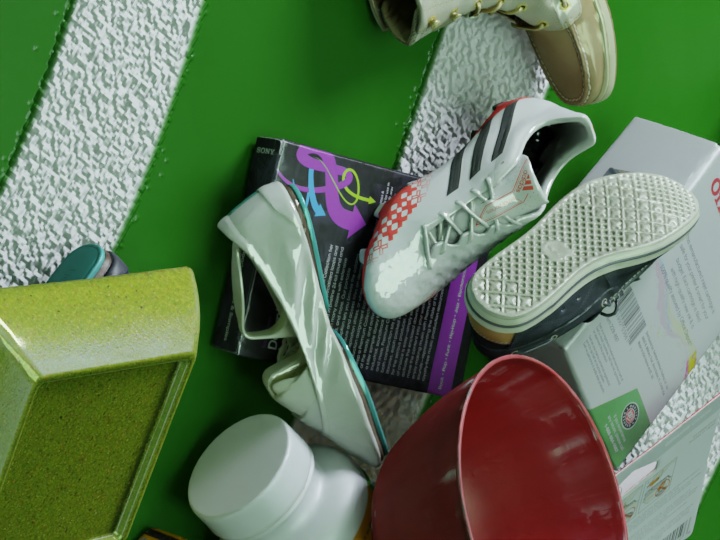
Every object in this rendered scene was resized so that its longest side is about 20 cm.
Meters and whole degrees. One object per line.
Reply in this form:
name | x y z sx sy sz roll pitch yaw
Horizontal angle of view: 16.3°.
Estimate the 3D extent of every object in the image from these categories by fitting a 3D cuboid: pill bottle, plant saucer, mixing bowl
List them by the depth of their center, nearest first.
plant saucer | -0.178 0.102 1.474 0.199 0.048 0.201 -8 125 -53
mixing bowl | 0.077 0.164 1.601 0.200 0.108 0.202 32 48 -45
pill bottle | -0.022 0.185 1.646 0.200 0.111 0.111 48 68 -34

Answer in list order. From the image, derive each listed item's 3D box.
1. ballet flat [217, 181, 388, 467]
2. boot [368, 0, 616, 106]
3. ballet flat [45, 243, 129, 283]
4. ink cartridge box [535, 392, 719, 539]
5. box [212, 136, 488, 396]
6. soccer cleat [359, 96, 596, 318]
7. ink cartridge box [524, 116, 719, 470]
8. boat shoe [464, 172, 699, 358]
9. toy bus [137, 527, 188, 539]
ballet flat | -0.042 0.042 1.602 0.069 0.069 0.201 -30 111 -31
boot | 0.086 -0.181 1.698 0.154 0.072 0.201 -32 111 -31
ballet flat | -0.202 0.072 1.514 0.200 0.073 0.073 -49 123 -24
ink cartridge box | 0.170 0.179 1.792 0.199 0.043 0.174 -34 147 -30
box | 0.000 0.000 1.683 0.199 0.036 0.144 14 88 -40
soccer cleat | 0.077 -0.043 1.661 0.200 0.085 0.069 -45 121 -26
ink cartridge box | 0.190 0.015 1.787 0.200 0.087 0.146 -49 138 -20
boat shoe | 0.146 -0.004 1.677 0.199 0.075 0.063 -32 150 -29
toy bus | -0.093 0.263 1.633 0.078 0.065 0.201 -44 122 -23
